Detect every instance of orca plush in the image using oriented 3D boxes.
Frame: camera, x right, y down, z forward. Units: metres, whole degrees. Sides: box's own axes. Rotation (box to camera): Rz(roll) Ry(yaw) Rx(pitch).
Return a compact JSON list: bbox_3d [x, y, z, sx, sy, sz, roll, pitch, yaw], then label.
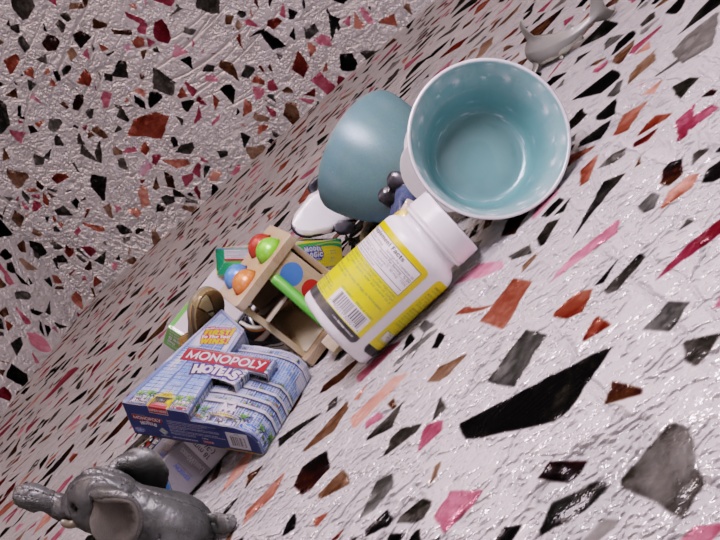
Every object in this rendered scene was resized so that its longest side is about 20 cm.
[{"bbox_3d":[-0.030,-0.118,1.933,0.200,0.105,0.071,-51,-4,-12],"label":"orca plush"}]

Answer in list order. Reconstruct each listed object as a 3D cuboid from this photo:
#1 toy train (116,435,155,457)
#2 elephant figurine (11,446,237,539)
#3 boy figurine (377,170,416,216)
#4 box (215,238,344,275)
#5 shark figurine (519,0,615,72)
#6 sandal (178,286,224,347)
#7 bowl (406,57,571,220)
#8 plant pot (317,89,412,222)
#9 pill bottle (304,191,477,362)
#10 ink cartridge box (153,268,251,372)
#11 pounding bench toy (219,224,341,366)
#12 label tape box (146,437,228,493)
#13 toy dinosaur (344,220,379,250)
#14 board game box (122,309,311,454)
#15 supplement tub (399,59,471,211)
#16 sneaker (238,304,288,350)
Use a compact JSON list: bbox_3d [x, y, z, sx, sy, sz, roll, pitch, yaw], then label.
[{"bbox_3d":[-0.327,0.279,1.889,0.200,0.034,0.046,-37,28,27],"label":"toy train"},{"bbox_3d":[-0.277,0.276,1.383,0.155,0.200,0.141,-48,14,-17],"label":"elephant figurine"},{"bbox_3d":[0.041,-0.039,1.638,0.125,0.064,0.201,122,168,-48],"label":"boy figurine"},{"bbox_3d":[-0.117,-0.023,1.884,0.117,0.049,0.199,0,4,41],"label":"box"},{"bbox_3d":[0.301,-0.379,1.898,0.128,0.089,0.214,-52,14,-26],"label":"shark figurine"},{"bbox_3d":[-0.231,0.092,1.697,0.080,0.054,0.201,-44,-28,-38],"label":"sandal"},{"bbox_3d":[0.154,-0.150,1.483,0.201,0.201,0.105,-46,-7,-8],"label":"bowl"},{"bbox_3d":[0.051,-0.151,1.788,0.200,0.134,0.201,-40,-33,-33],"label":"plant pot"},{"bbox_3d":[0.039,0.006,1.451,0.200,0.114,0.114,-42,14,5],"label":"pill bottle"},{"bbox_3d":[-0.253,0.119,1.890,0.146,0.084,0.200,-56,-5,-42],"label":"ink cartridge box"},{"bbox_3d":[-0.093,0.032,1.631,0.125,0.156,0.200,-52,19,-5],"label":"pounding bench toy"},{"bbox_3d":[-0.247,0.254,1.654,0.200,0.063,0.144,-48,13,-17],"label":"label tape box"},{"bbox_3d":[0.014,-0.080,1.935,0.088,0.048,0.200,-25,26,38],"label":"toy dinosaur"},{"bbox_3d":[-0.178,0.140,1.586,0.199,0.062,0.200,5,40,24],"label":"board game box"},{"bbox_3d":[0.144,-0.186,1.651,0.144,0.144,0.200,-32,18,41],"label":"supplement tub"},{"bbox_3d":[-0.152,0.088,1.846,0.200,0.079,0.079,-27,23,55],"label":"sneaker"}]
